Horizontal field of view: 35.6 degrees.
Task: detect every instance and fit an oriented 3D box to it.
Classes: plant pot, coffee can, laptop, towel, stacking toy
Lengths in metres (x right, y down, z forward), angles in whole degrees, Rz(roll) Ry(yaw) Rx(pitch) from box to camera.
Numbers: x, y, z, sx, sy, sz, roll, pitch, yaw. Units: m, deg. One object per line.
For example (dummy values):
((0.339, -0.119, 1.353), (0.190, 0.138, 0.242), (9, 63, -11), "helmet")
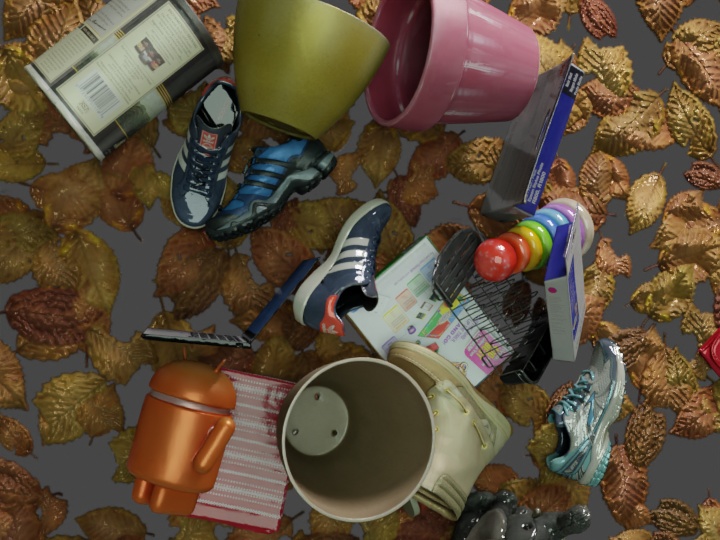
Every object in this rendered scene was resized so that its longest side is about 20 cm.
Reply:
((0.123, -0.270, 1.443), (0.177, 0.200, 0.202), (8, 88, -24), "plant pot")
((-0.291, -0.253, 1.387), (0.200, 0.146, 0.147), (-39, 95, -7), "coffee can")
((-0.162, 0.033, 1.384), (0.198, 0.187, 0.117), (6, 88, -9), "laptop")
((-0.158, 0.235, 1.467), (0.143, 0.022, 0.202), (12, 86, -7), "towel")
((-0.030, 0.194, 1.379), (0.185, 0.200, 0.189), (0, 90, -18), "plant pot")
((0.218, -0.034, 1.451), (0.199, 0.085, 0.086), (-20, 93, -45), "stacking toy")
((-0.080, -0.247, 1.396), (0.198, 0.200, 0.143), (20, 88, -8), "plant pot")

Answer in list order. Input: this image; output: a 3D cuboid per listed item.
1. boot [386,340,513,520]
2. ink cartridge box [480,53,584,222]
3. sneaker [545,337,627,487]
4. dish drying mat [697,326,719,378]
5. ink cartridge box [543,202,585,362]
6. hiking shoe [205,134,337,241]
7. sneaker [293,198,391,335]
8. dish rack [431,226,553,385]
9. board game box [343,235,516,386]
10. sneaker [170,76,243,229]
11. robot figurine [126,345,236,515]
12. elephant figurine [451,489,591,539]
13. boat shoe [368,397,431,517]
((0.084, 0.201, 1.421), (0.200, 0.073, 0.156), (43, 64, -12), "boot")
((0.227, -0.164, 1.445), (0.040, 0.200, 0.201), (20, 87, -8), "ink cartridge box")
((0.302, 0.187, 1.516), (0.085, 0.078, 0.202), (12, 87, -6), "sneaker")
((0.568, 0.161, 1.588), (0.077, 0.018, 0.200), (-44, 96, -8), "dish drying mat")
((0.258, 0.017, 1.414), (0.037, 0.201, 0.095), (7, 50, 18), "ink cartridge box")
((-0.128, -0.114, 1.457), (0.199, 0.074, 0.087), (-36, 87, -18), "hiking shoe")
((0.000, 0.000, 1.436), (0.084, 0.075, 0.201), (26, 69, 22), "sneaker")
((0.179, 0.039, 1.466), (0.201, 0.054, 0.154), (53, 42, -12), "dish rack")
((0.088, 0.079, 1.499), (0.153, 0.040, 0.201), (-39, 95, -8), "board game box")
((-0.197, -0.154, 1.433), (0.074, 0.084, 0.202), (12, 88, -9), "sneaker")
((-0.219, 0.199, 1.393), (0.116, 0.144, 0.202), (15, 86, -7), "robot figurine")
((0.191, 0.353, 1.431), (0.140, 0.200, 0.157), (8, 88, -9), "elephant figurine")
((0.055, 0.222, 1.477), (0.062, 0.071, 0.201), (-24, 92, -17), "boat shoe")
